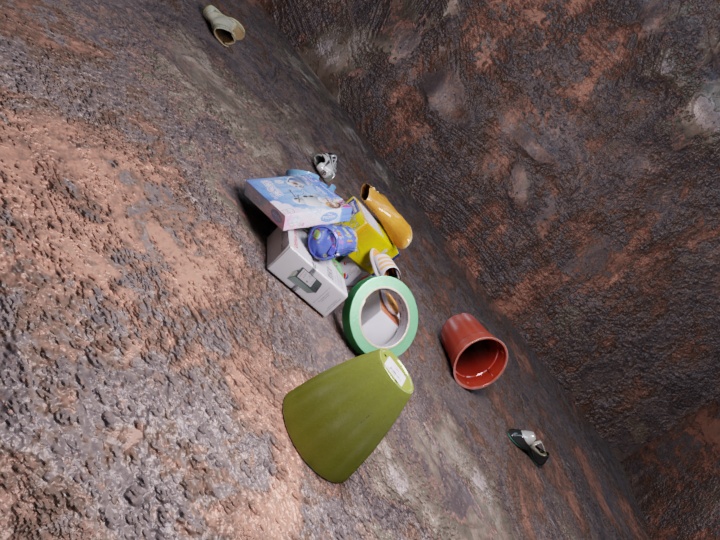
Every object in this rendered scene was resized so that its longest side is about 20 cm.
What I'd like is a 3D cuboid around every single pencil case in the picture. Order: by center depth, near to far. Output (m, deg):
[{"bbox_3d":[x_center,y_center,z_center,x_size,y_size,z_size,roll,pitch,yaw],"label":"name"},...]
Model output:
[{"bbox_3d":[-0.063,-0.069,1.502,0.087,0.078,0.200,45,13,7],"label":"pencil case"}]

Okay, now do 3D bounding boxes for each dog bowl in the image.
[{"bbox_3d":[-0.155,-0.256,1.903,0.109,0.051,0.199,8,-7,30],"label":"dog bowl"}]

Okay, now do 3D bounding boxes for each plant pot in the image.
[{"bbox_3d":[-0.006,0.238,1.105,0.187,0.199,0.188,45,18,-19],"label":"plant pot"},{"bbox_3d":[0.372,0.260,2.111,0.200,0.201,0.196,41,11,-29],"label":"plant pot"}]

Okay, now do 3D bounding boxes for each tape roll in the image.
[{"bbox_3d":[0.050,0.117,1.532,0.200,0.202,0.048,45,-21,-19],"label":"tape roll"}]

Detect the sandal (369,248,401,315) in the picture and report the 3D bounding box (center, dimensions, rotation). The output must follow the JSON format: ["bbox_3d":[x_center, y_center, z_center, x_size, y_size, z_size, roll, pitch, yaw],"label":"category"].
[{"bbox_3d":[0.082,0.022,1.654,0.079,0.058,0.211,32,34,-49],"label":"sandal"}]

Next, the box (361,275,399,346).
[{"bbox_3d":[0.056,0.124,1.683,0.124,0.097,0.201,44,19,-21],"label":"box"}]

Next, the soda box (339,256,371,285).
[{"bbox_3d":[0.000,0.000,1.848,0.069,0.063,0.199,55,16,14],"label":"soda box"}]

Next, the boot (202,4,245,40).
[{"bbox_3d":[-0.505,-0.914,2.377,0.198,0.072,0.157,20,35,-52],"label":"boot"}]

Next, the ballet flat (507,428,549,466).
[{"bbox_3d":[0.596,0.605,2.173,0.200,0.068,0.069,44,18,-23],"label":"ballet flat"}]

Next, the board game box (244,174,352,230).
[{"bbox_3d":[-0.153,-0.172,1.515,0.195,0.044,0.199,-13,38,-36],"label":"board game box"}]

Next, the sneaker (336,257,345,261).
[{"bbox_3d":[-0.096,-0.089,1.788,0.116,0.074,0.199,49,12,25],"label":"sneaker"}]

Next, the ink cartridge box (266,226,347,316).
[{"bbox_3d":[-0.130,-0.010,1.485,0.199,0.084,0.147,42,18,-28],"label":"ink cartridge box"}]

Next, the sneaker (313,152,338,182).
[{"bbox_3d":[-0.134,-0.412,2.321,0.089,0.074,0.202,45,18,-25],"label":"sneaker"}]

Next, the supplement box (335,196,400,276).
[{"bbox_3d":[0.009,-0.093,1.743,0.199,0.108,0.110,39,20,-48],"label":"supplement box"}]

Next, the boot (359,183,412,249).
[{"bbox_3d":[0.063,-0.154,1.729,0.143,0.071,0.203,37,19,-35],"label":"boot"}]

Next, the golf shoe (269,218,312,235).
[{"bbox_3d":[-0.167,-0.147,1.586,0.198,0.098,0.079,35,-25,2],"label":"golf shoe"}]
